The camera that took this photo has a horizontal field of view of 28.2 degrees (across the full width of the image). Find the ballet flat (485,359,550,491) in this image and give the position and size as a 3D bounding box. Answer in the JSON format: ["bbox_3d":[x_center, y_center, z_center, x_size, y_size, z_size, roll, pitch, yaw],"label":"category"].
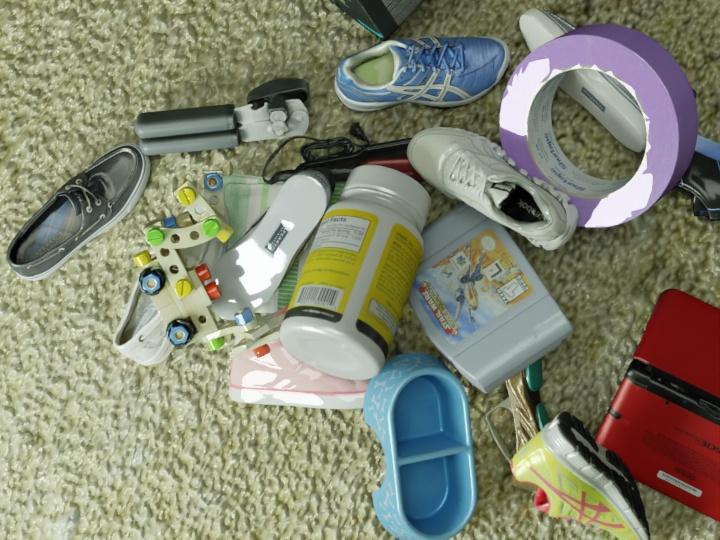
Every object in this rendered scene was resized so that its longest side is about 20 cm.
[{"bbox_3d":[0.165,0.137,1.522,0.071,0.068,0.203,-12,86,20],"label":"ballet flat"}]

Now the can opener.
[{"bbox_3d":[-0.152,-0.168,1.603,0.197,0.053,0.067,-9,46,0],"label":"can opener"}]

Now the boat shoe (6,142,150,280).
[{"bbox_3d":[-0.318,-0.069,1.598,0.199,0.066,0.070,-40,81,-1],"label":"boat shoe"}]

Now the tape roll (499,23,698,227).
[{"bbox_3d":[0.246,-0.150,1.490,0.198,0.065,0.203,12,114,28],"label":"tape roll"}]

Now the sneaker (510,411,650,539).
[{"bbox_3d":[0.224,0.225,1.463,0.090,0.079,0.200,-33,121,19],"label":"sneaker"}]

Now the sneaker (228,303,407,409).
[{"bbox_3d":[-0.046,0.090,1.535,0.197,0.075,0.106,2,96,11],"label":"sneaker"}]

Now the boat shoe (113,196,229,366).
[{"bbox_3d":[-0.208,0.006,1.567,0.070,0.069,0.202,21,85,32],"label":"boat shoe"}]

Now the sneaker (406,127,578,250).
[{"bbox_3d":[0.132,-0.092,1.488,0.199,0.081,0.076,30,101,18],"label":"sneaker"}]

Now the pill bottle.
[{"bbox_3d":[0.000,0.000,1.484,0.113,0.115,0.202,17,66,9],"label":"pill bottle"}]

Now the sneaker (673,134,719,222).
[{"bbox_3d":[0.403,-0.080,1.515,0.198,0.070,0.079,23,90,16],"label":"sneaker"}]

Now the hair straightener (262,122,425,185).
[{"bbox_3d":[-0.012,-0.124,1.582,0.197,0.041,0.078,-8,47,4],"label":"hair straightener"}]

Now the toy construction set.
[{"bbox_3d":[-0.161,0.008,1.498,0.130,0.092,0.202,-27,88,2],"label":"toy construction set"}]

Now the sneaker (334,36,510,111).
[{"bbox_3d":[0.067,-0.217,1.566,0.197,0.077,0.077,-12,80,4],"label":"sneaker"}]

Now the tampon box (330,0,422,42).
[{"bbox_3d":[-0.011,-0.370,1.516,0.126,0.200,0.150,-47,62,-1],"label":"tampon box"}]

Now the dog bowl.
[{"bbox_3d":[0.067,0.188,1.492,0.110,0.049,0.203,-8,96,-21],"label":"dog bowl"}]

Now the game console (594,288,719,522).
[{"bbox_3d":[0.370,0.149,1.512,0.198,0.119,0.174,26,117,10],"label":"game console"}]

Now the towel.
[{"bbox_3d":[-0.061,-0.028,1.585,0.197,0.023,0.155,3,84,7],"label":"towel"}]

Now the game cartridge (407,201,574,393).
[{"bbox_3d":[0.121,0.024,1.513,0.132,0.042,0.201,-31,57,-2],"label":"game cartridge"}]

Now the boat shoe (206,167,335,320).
[{"bbox_3d":[-0.094,-0.031,1.547,0.071,0.068,0.201,37,112,3],"label":"boat shoe"}]

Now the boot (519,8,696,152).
[{"bbox_3d":[0.267,-0.226,1.555,0.090,0.073,0.200,-40,81,-15],"label":"boot"}]
